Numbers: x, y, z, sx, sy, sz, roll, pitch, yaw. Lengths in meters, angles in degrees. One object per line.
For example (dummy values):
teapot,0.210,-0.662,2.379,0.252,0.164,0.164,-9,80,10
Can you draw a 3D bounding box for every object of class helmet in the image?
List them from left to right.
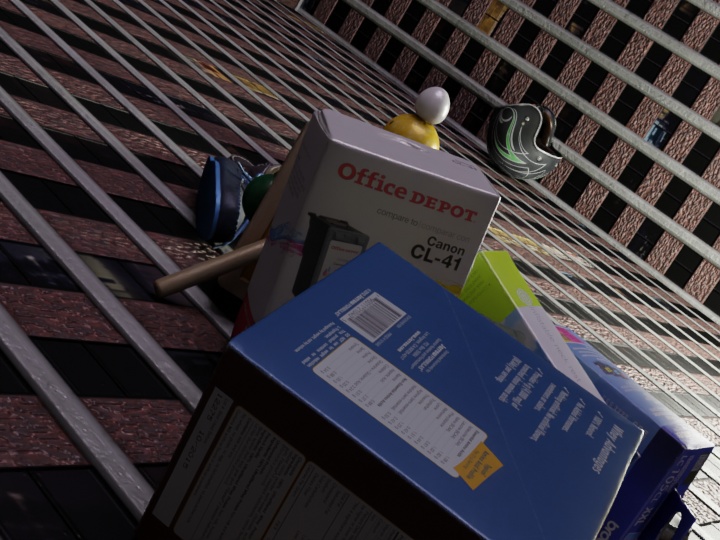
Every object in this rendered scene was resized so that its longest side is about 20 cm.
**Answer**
helmet,0.425,-0.333,3.029,0.196,0.195,0.200,-1,5,0

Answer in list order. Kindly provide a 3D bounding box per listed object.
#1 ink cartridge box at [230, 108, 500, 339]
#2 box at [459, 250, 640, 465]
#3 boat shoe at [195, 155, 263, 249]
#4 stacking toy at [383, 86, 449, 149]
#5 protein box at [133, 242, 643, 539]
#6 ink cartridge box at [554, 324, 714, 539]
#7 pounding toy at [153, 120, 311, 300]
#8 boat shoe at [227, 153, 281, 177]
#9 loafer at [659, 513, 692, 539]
ink cartridge box,0.000,0.000,0.895,0.145,0.203,0.086,16,19,-16
box,0.122,0.100,0.943,0.047,0.122,0.202,0,51,-48
boat shoe,-0.123,-0.076,1.159,0.068,0.085,0.201,17,20,-13
stacking toy,0.064,-0.170,1.650,0.145,0.202,0.146,30,13,-8
protein box,0.024,0.116,0.649,0.199,0.136,0.198,35,27,11
ink cartridge box,0.194,0.156,0.966,0.200,0.138,0.076,41,18,32
pounding toy,-0.043,-0.018,0.993,0.198,0.186,0.142,31,2,-7
boat shoe,-0.098,-0.086,1.289,0.071,0.065,0.200,21,17,-34
loafer,0.233,0.187,1.099,0.198,0.063,0.072,34,14,6
